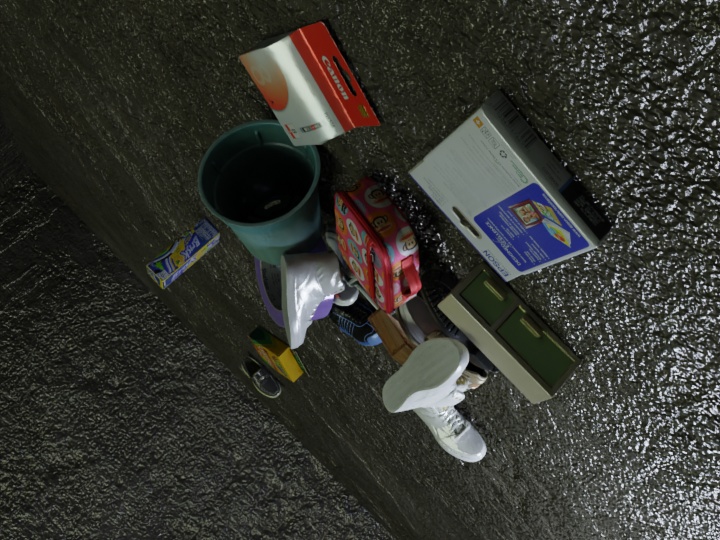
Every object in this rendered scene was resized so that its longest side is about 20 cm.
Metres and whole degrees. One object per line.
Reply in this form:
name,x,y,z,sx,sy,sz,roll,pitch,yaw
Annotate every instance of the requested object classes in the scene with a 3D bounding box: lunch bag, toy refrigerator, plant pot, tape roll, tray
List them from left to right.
plant pot,-0.152,-0.116,1.241,0.200,0.200,0.196,39,164,21
tape roll,-0.133,0.005,1.420,0.200,0.085,0.201,33,129,54
lunch bag,0.034,-0.028,1.120,0.176,0.082,0.200,53,165,29
tray,0.094,0.148,1.289,0.200,0.037,0.099,40,-168,-46
toy refrigerator,0.213,0.089,1.043,0.200,0.076,0.070,46,158,5

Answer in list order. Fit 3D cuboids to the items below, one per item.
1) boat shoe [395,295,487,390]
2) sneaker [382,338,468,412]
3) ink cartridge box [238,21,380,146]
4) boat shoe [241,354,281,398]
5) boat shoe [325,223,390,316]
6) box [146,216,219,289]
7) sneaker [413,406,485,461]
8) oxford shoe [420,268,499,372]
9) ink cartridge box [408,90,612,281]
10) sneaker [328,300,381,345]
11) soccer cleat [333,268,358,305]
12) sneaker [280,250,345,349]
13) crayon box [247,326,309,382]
boat shoe,0.142,0.115,1.238,0.200,0.075,0.068,48,145,-5
sneaker,0.131,0.161,1.136,0.200,0.115,0.074,-45,51,48
ink cartridge box,-0.076,-0.255,1.031,0.200,0.050,0.163,16,143,58
boat shoe,-0.366,0.380,2.623,0.201,0.072,0.066,41,163,28
boat shoe,0.000,0.000,1.298,0.200,0.067,0.074,42,158,14
box,-0.461,-0.045,1.900,0.064,0.200,0.070,45,158,4
sneaker,0.171,0.294,1.453,0.200,0.074,0.116,41,161,19
oxford shoe,0.148,0.082,1.159,0.200,0.073,0.084,54,159,-16
ink cartridge box,0.170,-0.089,0.867,0.198,0.047,0.200,48,160,-4
sneaker,-0.012,0.096,1.480,0.078,0.070,0.200,50,160,-25
soccer cleat,-0.054,0.031,1.464,0.200,0.069,0.078,29,158,53
sneaker,-0.080,0.053,1.293,0.074,0.115,0.201,-119,26,-47
crayon box,-0.252,0.263,2.240,0.200,0.051,0.127,25,149,44
